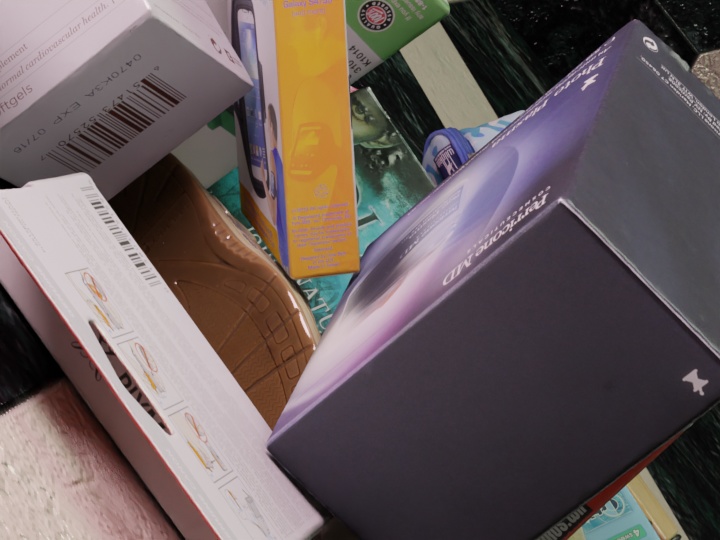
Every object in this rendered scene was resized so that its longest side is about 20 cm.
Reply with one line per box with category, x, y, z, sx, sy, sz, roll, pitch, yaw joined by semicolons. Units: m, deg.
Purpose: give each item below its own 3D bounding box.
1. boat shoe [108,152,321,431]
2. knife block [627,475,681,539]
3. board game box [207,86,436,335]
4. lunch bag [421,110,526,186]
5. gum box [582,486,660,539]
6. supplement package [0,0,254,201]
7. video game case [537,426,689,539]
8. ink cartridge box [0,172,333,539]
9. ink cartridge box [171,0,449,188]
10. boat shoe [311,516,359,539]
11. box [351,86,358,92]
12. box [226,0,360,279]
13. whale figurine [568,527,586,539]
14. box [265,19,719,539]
boat shoe;-0.059;0.020;1.398;0.063;0.073;0.200;30;25;-57
knife block;0.170;0.171;1.892;0.176;0.064;0.200;46;12;-36
board game box;0.000;0.000;1.583;0.200;0.135;0.028;56;-29;18
lunch bag;0.093;0.011;1.797;0.200;0.082;0.161;102;-32;-51
gum box;0.113;0.174;1.481;0.200;0.044;0.170;58;-25;22
supplement package;-0.163;-0.147;1.372;0.200;0.117;0.117;58;12;25
video game case;0.077;0.112;1.345;0.017;0.200;0.143;43;13;-10
ink cartridge box;-0.099;0.052;1.219;0.200;0.043;0.174;54;12;3
ink cartridge box;-0.077;-0.143;1.501;0.146;0.200;0.084;43;18;-39
boat shoe;0.009;0.127;1.378;0.200;0.067;0.057;-84;177;-68
box;0.003;-0.013;1.689;0.200;0.095;0.103;57;13;20
box;-0.036;-0.108;1.377;0.119;0.041;0.201;-130;-147;-68
whale figurine;0.074;0.189;1.382;0.200;0.103;0.160;-137;-133;-65
box;0.082;0.017;1.299;0.123;0.200;0.199;43;30;-10
